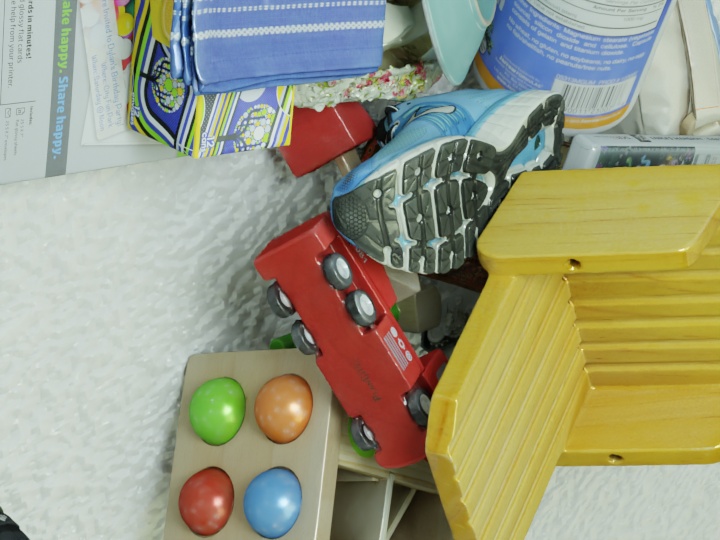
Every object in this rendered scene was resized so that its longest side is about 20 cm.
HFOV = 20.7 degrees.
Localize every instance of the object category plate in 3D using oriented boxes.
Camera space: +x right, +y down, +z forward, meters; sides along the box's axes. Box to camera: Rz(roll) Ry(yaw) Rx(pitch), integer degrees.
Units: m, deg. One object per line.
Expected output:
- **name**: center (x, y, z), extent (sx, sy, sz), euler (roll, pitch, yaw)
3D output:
- **plate**: center (0.057, -0.207, 1.132), extent (0.200, 0.025, 0.202), euler (-3, 90, -77)

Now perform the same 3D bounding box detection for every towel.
- **towel**: center (-0.029, -0.191, 0.995), extent (0.144, 0.024, 0.202), euler (-10, 114, -43)

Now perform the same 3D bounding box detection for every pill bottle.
- **pill bottle**: center (0.141, -0.187, 1.184), extent (0.112, 0.112, 0.201), euler (-26, 149, -33)

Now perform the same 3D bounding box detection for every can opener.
- **can opener**: center (0.069, 0.098, 1.296), extent (0.066, 0.052, 0.201), euler (38, 45, -35)

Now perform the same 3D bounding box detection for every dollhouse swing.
- **dollhouse swing**: center (0.147, 0.072, 1.141), extent (0.201, 0.180, 0.177), euler (72, 22, -46)

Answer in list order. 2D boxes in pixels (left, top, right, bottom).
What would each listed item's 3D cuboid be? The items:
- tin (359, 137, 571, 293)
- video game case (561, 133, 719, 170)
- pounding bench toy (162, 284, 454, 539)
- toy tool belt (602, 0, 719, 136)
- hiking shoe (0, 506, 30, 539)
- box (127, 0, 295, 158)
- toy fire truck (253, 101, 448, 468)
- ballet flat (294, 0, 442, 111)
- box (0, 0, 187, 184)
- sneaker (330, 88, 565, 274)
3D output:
- **tin**: center (0.084, -0.045, 1.288), extent (0.199, 0.042, 0.113), euler (18, 105, -32)
- **video game case**: center (0.169, 0.006, 1.280), extent (0.181, 0.023, 0.201), euler (-3, 120, -44)
- **pounding bench toy**: center (-0.025, 0.087, 1.212), extent (0.155, 0.124, 0.202), euler (22, 69, -47)
- **toy tool belt**: center (0.212, -0.116, 1.345), extent (0.122, 0.124, 0.202), euler (-27, 111, -37)
- **hiking shoe**: center (-0.227, 0.230, 1.107), extent (0.075, 0.100, 0.202), euler (1, 109, -44)
- **box**: center (-0.072, -0.165, 1.028), extent (0.070, 0.064, 0.202), euler (-11, 114, -41)
- **toy fire truck**: center (0.000, 0.000, 1.144), extent (0.201, 0.049, 0.141), euler (58, 28, -11)
- **ballet flat**: center (0.015, -0.135, 1.147), extent (0.200, 0.064, 0.076), euler (-27, 90, -55)
- **box**: center (-0.132, -0.134, 1.060), extent (0.199, 0.041, 0.157), euler (-12, 117, -42)
- **sneaker**: center (0.039, -0.057, 1.141), extent (0.200, 0.089, 0.079), euler (-28, 126, -51)
